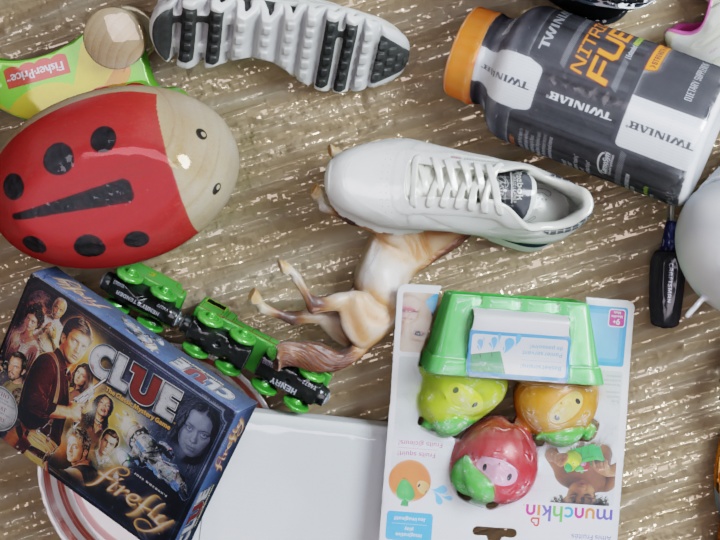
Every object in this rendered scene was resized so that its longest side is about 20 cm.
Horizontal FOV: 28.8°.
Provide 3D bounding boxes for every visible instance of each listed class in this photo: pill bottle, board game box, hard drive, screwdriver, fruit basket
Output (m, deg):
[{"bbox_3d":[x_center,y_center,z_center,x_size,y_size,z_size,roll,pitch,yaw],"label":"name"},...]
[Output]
[{"bbox_3d":[0.164,-0.130,1.036,0.200,0.106,0.107,22,95,15],"label":"pill bottle"},{"bbox_3d":[-0.190,0.106,1.066,0.200,0.035,0.136,31,108,17],"label":"board game box"},{"bbox_3d":[-0.041,0.179,1.099,0.199,0.027,0.132,7,95,-9],"label":"hard drive"},{"bbox_3d":[0.244,-0.054,1.083,0.029,0.028,0.201,10,99,31],"label":"screwdriver"},{"bbox_3d":[0.112,0.115,1.060,0.185,0.094,0.201,5,85,-2],"label":"fruit basket"}]

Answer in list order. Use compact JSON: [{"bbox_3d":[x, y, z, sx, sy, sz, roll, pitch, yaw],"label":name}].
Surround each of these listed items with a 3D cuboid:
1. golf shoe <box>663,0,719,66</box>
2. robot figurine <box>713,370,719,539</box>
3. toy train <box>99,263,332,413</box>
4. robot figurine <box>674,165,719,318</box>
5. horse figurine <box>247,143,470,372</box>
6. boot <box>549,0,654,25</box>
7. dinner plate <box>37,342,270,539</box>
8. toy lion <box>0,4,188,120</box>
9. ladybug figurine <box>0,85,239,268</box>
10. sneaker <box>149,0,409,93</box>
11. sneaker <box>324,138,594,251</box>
[{"bbox_3d":[0.304,-0.213,1.030,0.091,0.075,0.200,42,115,11],"label":"golf shoe"},{"bbox_3d":[0.338,0.130,1.078,0.144,0.058,0.201,10,95,2],"label":"robot figurine"},{"bbox_3d":[-0.111,0.049,1.097,0.200,0.056,0.042,28,107,1],"label":"toy train"},{"bbox_3d":[0.305,-0.040,1.015,0.113,0.170,0.200,37,59,19],"label":"robot figurine"},{"bbox_3d":[0.000,0.000,1.080,0.132,0.050,0.200,30,80,-19],"label":"horse figurine"},{"bbox_3d":[0.122,-0.244,1.009,0.200,0.168,0.077,30,95,1],"label":"boot"},{"bbox_3d":[-0.158,0.156,1.123,0.199,0.024,0.201,0,94,2],"label":"dinner plate"},{"bbox_3d":[-0.213,-0.099,1.095,0.199,0.069,0.192,-13,101,4],"label":"toy lion"},{"bbox_3d":[-0.189,-0.063,1.042,0.199,0.072,0.136,-17,108,6],"label":"ladybug figurine"},{"bbox_3d":[-0.059,-0.192,1.072,0.199,0.081,0.075,10,134,-12],"label":"sneaker"},{"bbox_3d":[0.073,-0.061,1.040,0.199,0.080,0.077,6,86,-15],"label":"sneaker"}]
